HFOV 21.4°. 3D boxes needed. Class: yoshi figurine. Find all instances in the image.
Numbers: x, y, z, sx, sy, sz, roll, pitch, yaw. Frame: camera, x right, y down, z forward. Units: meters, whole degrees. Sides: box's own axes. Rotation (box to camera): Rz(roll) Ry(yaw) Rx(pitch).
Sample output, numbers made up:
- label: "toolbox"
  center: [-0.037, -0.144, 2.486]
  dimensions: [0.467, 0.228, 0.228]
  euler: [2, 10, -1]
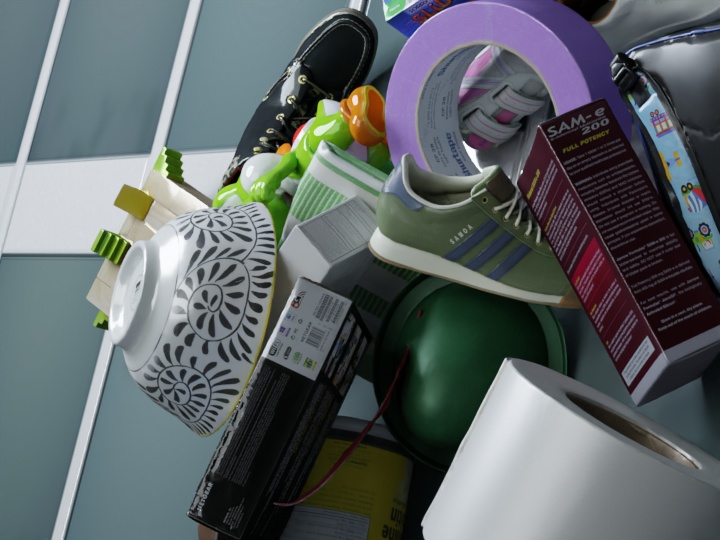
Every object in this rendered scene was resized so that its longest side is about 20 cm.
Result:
- label: "yoshi figurine"
  center: [-0.044, -0.070, 1.655]
  dimensions: [0.199, 0.113, 0.112]
  euler: [-29, 10, 28]

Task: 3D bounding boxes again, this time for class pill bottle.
- label: "pill bottle"
  center: [-0.023, 0.228, 1.592]
  dimensions: [0.112, 0.112, 0.202]
  euler: [-5, 70, 48]

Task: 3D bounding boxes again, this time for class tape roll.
- label: "tape roll"
  center: [0.119, -0.121, 1.554]
  dimensions: [0.199, 0.065, 0.202]
  euler: [10, 107, 33]
- label: "tape roll"
  center: [0.160, 0.170, 1.338]
  dimensions: [0.202, 0.202, 0.140]
  euler: [34, 100, 50]

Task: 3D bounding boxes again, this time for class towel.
- label: "towel"
  center: [0.000, 0.000, 1.614]
  dimensions: [0.023, 0.152, 0.201]
  euler: [-49, -16, -48]

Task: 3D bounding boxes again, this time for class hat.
- label: "hat"
  center: [0.057, 0.092, 1.468]
  dimensions: [0.164, 0.176, 0.202]
  euler: [12, 95, 19]

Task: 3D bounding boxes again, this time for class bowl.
- label: "bowl"
  center: [-0.150, 0.029, 1.577]
  dimensions: [0.201, 0.093, 0.203]
  euler: [-165, 90, -69]

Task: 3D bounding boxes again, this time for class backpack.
- label: "backpack"
  center: [0.294, -0.084, 1.355]
  dimensions: [0.182, 0.134, 0.202]
  euler: [-12, 96, 47]

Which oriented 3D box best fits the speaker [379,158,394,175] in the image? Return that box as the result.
- label: "speaker"
  center: [-0.033, -0.043, 1.750]
  dimensions: [0.088, 0.088, 0.201]
  euler: [29, 96, 51]

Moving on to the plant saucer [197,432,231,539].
- label: "plant saucer"
  center: [-0.088, 0.173, 1.636]
  dimensions: [0.034, 0.200, 0.202]
  euler: [19, 87, 17]

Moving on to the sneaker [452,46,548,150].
- label: "sneaker"
  center: [0.120, -0.150, 1.638]
  dimensions: [0.199, 0.081, 0.089]
  euler: [-15, 66, 52]

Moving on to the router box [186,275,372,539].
- label: "router box"
  center: [-0.059, 0.118, 1.493]
  dimensions: [0.051, 0.149, 0.201]
  euler: [24, 80, 12]

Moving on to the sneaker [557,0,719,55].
- label: "sneaker"
  center: [0.243, -0.235, 1.523]
  dimensions: [0.199, 0.084, 0.073]
  euler: [-29, 51, 36]

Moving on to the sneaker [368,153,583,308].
- label: "sneaker"
  center: [0.107, -0.035, 1.488]
  dimensions: [0.067, 0.198, 0.091]
  euler: [-57, -22, -63]

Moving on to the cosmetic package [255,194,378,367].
- label: "cosmetic package"
  center: [-0.056, 0.027, 1.592]
  dimensions: [0.051, 0.082, 0.200]
  euler: [49, 133, 14]

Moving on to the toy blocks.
- label: "toy blocks"
  center: [-0.188, -0.003, 1.920]
  dimensions: [0.136, 0.100, 0.201]
  euler: [34, 99, 39]

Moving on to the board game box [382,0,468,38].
- label: "board game box"
  center: [0.098, -0.296, 1.564]
  dimensions: [0.199, 0.034, 0.136]
  euler: [-30, 51, 30]

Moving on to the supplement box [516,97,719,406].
- label: "supplement box"
  center: [0.191, -0.012, 1.403]
  dimensions: [0.201, 0.060, 0.109]
  euler: [63, 167, 16]

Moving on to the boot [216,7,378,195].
- label: "boot"
  center: [-0.059, -0.138, 1.787]
  dimensions: [0.204, 0.073, 0.154]
  euler: [-50, 11, 30]
